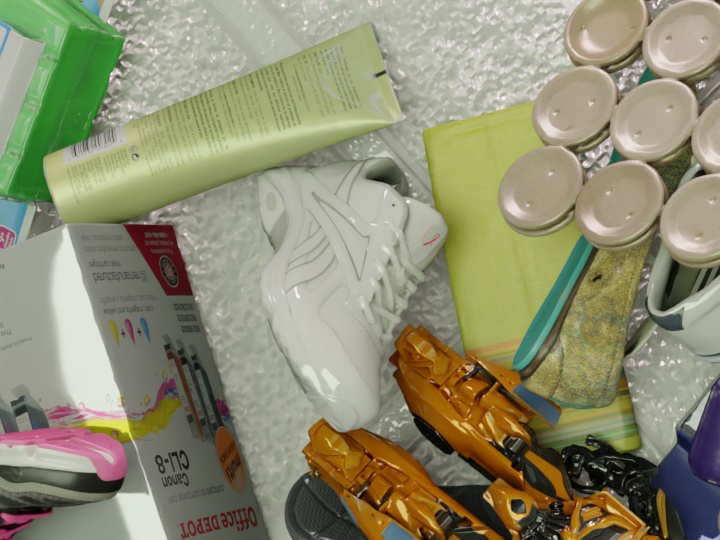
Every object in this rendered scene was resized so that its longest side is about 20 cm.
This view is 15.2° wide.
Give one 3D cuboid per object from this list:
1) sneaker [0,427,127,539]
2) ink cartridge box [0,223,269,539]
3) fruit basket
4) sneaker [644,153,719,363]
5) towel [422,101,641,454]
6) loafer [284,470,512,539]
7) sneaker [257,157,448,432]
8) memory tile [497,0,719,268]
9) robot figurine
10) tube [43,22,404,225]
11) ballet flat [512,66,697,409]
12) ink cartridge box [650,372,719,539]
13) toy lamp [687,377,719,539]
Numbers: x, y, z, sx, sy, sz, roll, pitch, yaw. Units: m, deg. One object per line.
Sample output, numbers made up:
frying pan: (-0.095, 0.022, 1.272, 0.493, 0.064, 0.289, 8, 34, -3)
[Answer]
sneaker: (-0.204, 0.132, 1.403, 0.199, 0.074, 0.088, -10, 86, 25)
ink cartridge box: (-0.162, 0.090, 1.502, 0.144, 0.145, 0.201, -20, 84, 18)
fruit basket: (-0.246, -0.123, 1.562, 0.200, 0.094, 0.186, 25, 98, 21)
sneaker: (0.207, -0.051, 1.393, 0.073, 0.071, 0.201, 14, 83, 43)
towel: (0.094, 0.010, 1.482, 0.086, 0.018, 0.201, -13, 85, 15)
loafer: (0.057, 0.157, 1.479, 0.199, 0.063, 0.072, 14, 64, 15)
sneaker: (0.000, 0.000, 1.440, 0.099, 0.078, 0.200, -20, 42, 10)
memory tile: (0.163, -0.096, 1.396, 0.153, 0.017, 0.201, 11, 68, 36)
robot figurine: (0.072, 0.124, 1.424, 0.200, 0.058, 0.145, 37, 75, 23)
tube: (-0.077, -0.074, 1.502, 0.199, 0.052, 0.058, -22, 94, 3)
ballet flat: (0.147, -0.018, 1.433, 0.070, 0.071, 0.201, 22, 82, 18)
ink cartridge box: (0.269, 0.109, 1.404, 0.198, 0.047, 0.200, 40, 100, 15)
toy lamp: (0.192, 0.151, 1.394, 0.058, 0.058, 0.201, 10, 110, 19)
